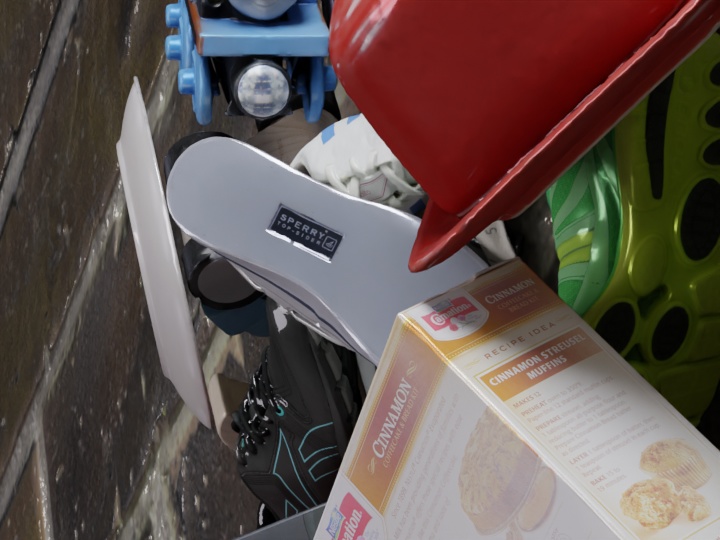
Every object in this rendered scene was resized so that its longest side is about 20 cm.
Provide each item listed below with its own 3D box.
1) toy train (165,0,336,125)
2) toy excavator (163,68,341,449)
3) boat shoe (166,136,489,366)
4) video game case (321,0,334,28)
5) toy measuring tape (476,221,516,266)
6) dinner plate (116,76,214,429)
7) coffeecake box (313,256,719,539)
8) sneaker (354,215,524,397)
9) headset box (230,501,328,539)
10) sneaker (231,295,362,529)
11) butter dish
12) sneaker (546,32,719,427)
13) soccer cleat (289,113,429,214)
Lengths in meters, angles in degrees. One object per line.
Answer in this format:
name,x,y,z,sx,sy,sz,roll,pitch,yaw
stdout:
toy train,-0.061,-0.152,1.428,0.200,0.086,0.115,-107,17,-65
toy excavator,-0.041,0.012,1.534,0.194,0.200,0.100,-32,43,16
boat shoe,0.000,0.000,1.277,0.074,0.200,0.065,-54,-19,-3
video game case,-0.009,-0.180,1.348,0.200,0.019,0.144,-124,27,-81
toy measuring tape,0.057,-0.066,1.228,0.200,0.073,0.074,59,-177,-37
dinner plate,-0.112,-0.008,1.493,0.200,0.024,0.201,169,90,-86
coffeecake box,0.082,0.121,1.056,0.200,0.073,0.154,45,138,25
sneaker,0.044,0.048,1.300,0.201,0.075,0.116,-106,24,-48
headset box,0.005,0.193,1.159,0.201,0.174,0.093,59,148,18
sneaker,-0.033,0.083,1.408,0.076,0.079,0.201,-91,-8,-45
butter dish,0.055,-0.133,1.042,0.199,0.148,0.200,-45,13,35
sneaker,0.115,-0.006,1.119,0.084,0.074,0.201,-141,62,-75
soccer cleat,0.022,-0.051,1.316,0.070,0.086,0.200,53,149,-7
